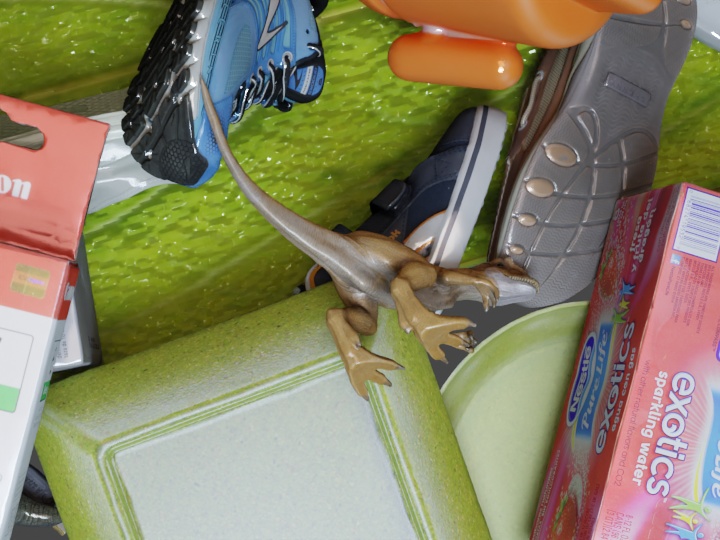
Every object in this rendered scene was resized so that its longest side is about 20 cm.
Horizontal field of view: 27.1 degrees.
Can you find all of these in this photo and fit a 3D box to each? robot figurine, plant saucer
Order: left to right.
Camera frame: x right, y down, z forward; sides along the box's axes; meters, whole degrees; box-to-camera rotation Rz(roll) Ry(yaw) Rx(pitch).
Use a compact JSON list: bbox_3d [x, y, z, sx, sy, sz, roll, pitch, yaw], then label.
[{"bbox_3d":[-0.041,0.122,0.723,0.198,0.048,0.201,-20,92,-5],"label":"plant saucer"},{"bbox_3d":[0.061,-0.176,0.760,0.116,0.199,0.145,-38,131,-33],"label":"robot figurine"},{"bbox_3d":[0.122,0.117,0.784,0.198,0.031,0.202,0,87,-6],"label":"plant saucer"}]

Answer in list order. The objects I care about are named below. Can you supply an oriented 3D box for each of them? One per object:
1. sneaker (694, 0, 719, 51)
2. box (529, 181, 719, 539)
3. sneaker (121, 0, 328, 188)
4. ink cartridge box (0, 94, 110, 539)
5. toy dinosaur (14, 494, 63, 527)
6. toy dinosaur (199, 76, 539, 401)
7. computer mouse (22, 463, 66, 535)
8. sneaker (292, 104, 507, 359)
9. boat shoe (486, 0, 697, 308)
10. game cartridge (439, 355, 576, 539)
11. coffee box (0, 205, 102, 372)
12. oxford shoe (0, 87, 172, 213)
[{"bbox_3d":[0.192,-0.183,0.798,0.199,0.116,0.074,33,82,-4],"label":"sneaker"},{"bbox_3d":[0.160,0.069,0.727,0.102,0.095,0.202,15,85,-9],"label":"box"},{"bbox_3d":[-0.054,-0.111,0.751,0.090,0.078,0.201,32,42,-16],"label":"sneaker"},{"bbox_3d":[-0.187,0.016,0.667,0.108,0.050,0.202,14,88,-5],"label":"ink cartridge box"},{"bbox_3d":[-0.238,0.117,0.730,0.198,0.077,0.103,-12,85,7],"label":"toy dinosaur"},{"bbox_3d":[0.000,0.000,0.697,0.199,0.107,0.060,24,121,-33],"label":"toy dinosaur"},{"bbox_3d":[-0.186,0.184,0.775,0.140,0.046,0.200,-44,79,-2],"label":"computer mouse"},{"bbox_3d":[0.013,-0.004,0.788,0.079,0.078,0.201,22,80,2],"label":"sneaker"},{"bbox_3d":[0.118,-0.072,0.806,0.075,0.072,0.201,30,80,-20],"label":"boat shoe"},{"bbox_3d":[0.141,0.131,0.814,0.198,0.032,0.178,-14,88,-5],"label":"game cartridge"},{"bbox_3d":[-0.237,0.025,0.745,0.198,0.113,0.080,-9,87,-6],"label":"coffee box"},{"bbox_3d":[-0.172,-0.053,0.781,0.198,0.075,0.058,-11,112,-5],"label":"oxford shoe"}]
